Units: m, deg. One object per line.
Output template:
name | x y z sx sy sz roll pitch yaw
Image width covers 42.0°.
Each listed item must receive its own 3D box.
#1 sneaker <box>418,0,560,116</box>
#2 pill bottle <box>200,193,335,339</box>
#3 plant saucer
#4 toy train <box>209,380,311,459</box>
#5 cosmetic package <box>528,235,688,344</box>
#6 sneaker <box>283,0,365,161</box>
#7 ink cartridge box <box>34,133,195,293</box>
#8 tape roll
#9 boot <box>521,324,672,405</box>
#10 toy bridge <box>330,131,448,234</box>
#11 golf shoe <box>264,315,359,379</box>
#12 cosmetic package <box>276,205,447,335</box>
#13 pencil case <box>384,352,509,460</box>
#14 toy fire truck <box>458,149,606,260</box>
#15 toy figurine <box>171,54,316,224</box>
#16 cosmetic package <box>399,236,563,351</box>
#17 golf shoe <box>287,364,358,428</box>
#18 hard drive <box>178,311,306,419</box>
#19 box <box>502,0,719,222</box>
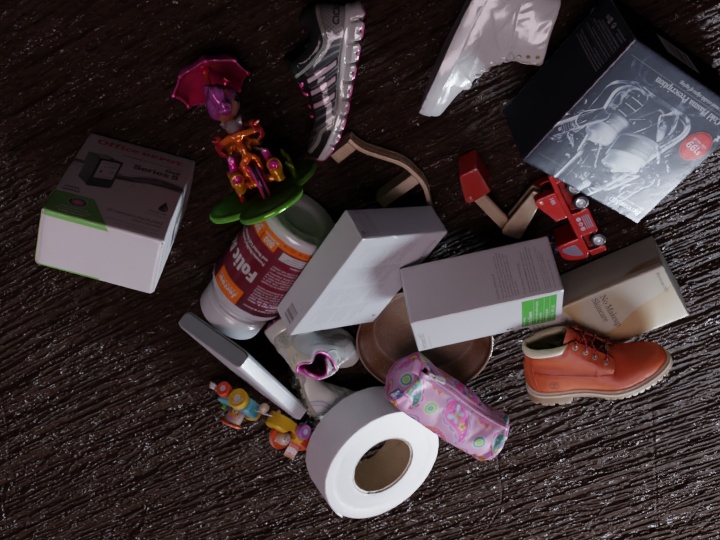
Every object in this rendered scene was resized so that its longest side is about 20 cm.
sneaker | 0.154 -0.247 1.092 0.115 0.074 0.200 23 124 -10
pill bottle | -0.128 -0.005 1.265 0.114 0.114 0.200 30 123 -17
plant saucer | 0.094 0.097 1.375 0.199 0.037 0.201 2 126 3
toy train | -0.152 0.240 1.446 0.199 0.056 0.150 31 162 -12
cosmetic package | 0.336 0.046 1.298 0.199 0.071 0.105 -26 122 22
sneaker | -0.051 -0.229 1.121 0.087 0.074 0.201 11 123 -3
ink cartridge box | -0.300 -0.077 1.170 0.145 0.200 0.084 15 124 -7
tape roll | 0.018 0.280 1.439 0.202 0.071 0.203 -16 126 -24
boot | 0.316 0.117 1.266 0.199 0.075 0.108 -12 123 13
toy bridge | 0.051 -0.110 1.228 0.067 0.027 0.200 -35 119 25
golf shoe | -0.058 0.123 1.333 0.075 0.092 0.200 -39 148 17
cosmetic package | 0.000 0.000 1.224 0.150 0.052 0.200 -4 144 -41
pencil case | 0.128 0.199 1.374 0.200 0.088 0.087 37 121 -21
toy fire truck | 0.225 -0.084 1.224 0.140 0.049 0.200 -21 123 19
toy figurine | -0.154 -0.166 1.119 0.150 0.200 0.185 -28 110 -2
cosmetic package | 0.159 0.032 1.237 0.199 0.085 0.108 -14 154 5
golf shoe | -0.044 0.198 1.453 0.097 0.078 0.201 -29 124 -4
hard drive | -0.165 0.139 1.338 0.132 0.026 0.200 30 166 33
box | 0.305 -0.181 1.088 0.199 0.104 0.182 23 127 -28
